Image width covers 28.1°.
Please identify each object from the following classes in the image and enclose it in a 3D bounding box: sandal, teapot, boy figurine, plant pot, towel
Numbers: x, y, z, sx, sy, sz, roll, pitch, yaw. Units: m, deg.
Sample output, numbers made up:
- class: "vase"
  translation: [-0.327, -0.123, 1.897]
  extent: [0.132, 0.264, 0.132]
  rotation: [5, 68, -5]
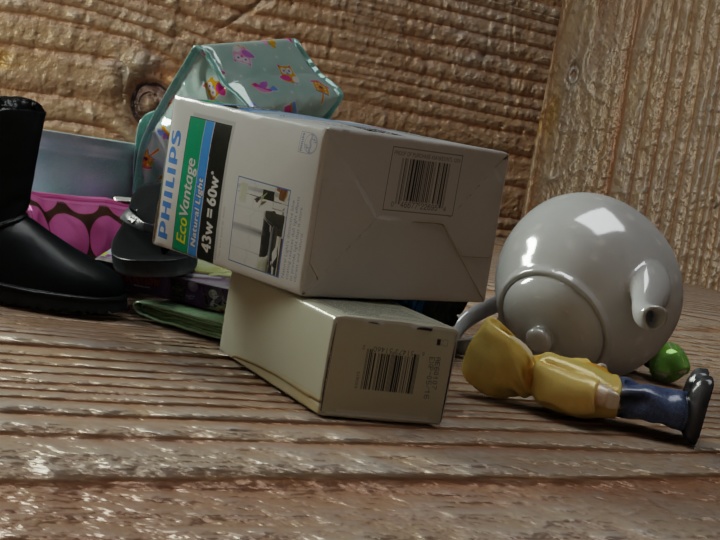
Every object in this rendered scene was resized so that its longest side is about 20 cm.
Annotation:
- class: "sandal"
  translation: [-0.187, -0.045, 1.299]
  extent: [0.075, 0.043, 0.200]
  rotation: [-4, 25, -7]
- class: "teapot"
  translation: [0.198, 0.032, 1.373]
  extent: [0.197, 0.201, 0.146]
  rotation: [34, 47, 18]
- class: "boy figurine"
  translation: [0.184, 0.089, 1.183]
  extent: [0.198, 0.065, 0.124]
  rotation: [15, 8, 9]
- class: "plant pot"
  translation: [-0.318, -0.083, 1.589]
  extent: [0.198, 0.135, 0.200]
  rotation: [8, 4, -1]
- class: "towel"
  translation: [-0.082, 0.049, 1.293]
  extent: [0.152, 0.024, 0.199]
  rotation: [13, 7, 33]

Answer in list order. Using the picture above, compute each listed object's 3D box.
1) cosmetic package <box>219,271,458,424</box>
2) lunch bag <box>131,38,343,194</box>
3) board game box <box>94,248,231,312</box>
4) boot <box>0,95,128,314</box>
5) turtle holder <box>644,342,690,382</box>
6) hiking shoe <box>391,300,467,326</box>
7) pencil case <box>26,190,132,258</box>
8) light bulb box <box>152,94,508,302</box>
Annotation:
- class: "cosmetic package"
  translation: [-0.021, 0.052, 1.076]
  extent: [0.103, 0.074, 0.200]
  rotation: [8, 5, -26]
- class: "lunch bag"
  translation: [-0.141, -0.143, 1.535]
  extent: [0.170, 0.200, 0.122]
  rotation: [-17, 63, -50]
- class: "board game box"
  translation: [-0.124, -0.004, 1.293]
  extent: [0.198, 0.033, 0.120]
  rotation: [11, 23, 24]
- class: "boot"
  translation: [-0.280, -0.057, 1.200]
  extent: [0.198, 0.170, 0.076]
  rotation: [10, 5, -15]
- class: "turtle holder"
  translation: [0.258, 0.039, 1.524]
  extent: [0.140, 0.187, 0.132]
  rotation: [-14, -3, -7]
- class: "hiking shoe"
  translation: [0.054, 0.030, 1.417]
  extent: [0.086, 0.075, 0.200]
  rotation: [32, -5, 0]
- class: "pencil case"
  translation: [-0.267, -0.032, 1.359]
  extent: [0.090, 0.094, 0.199]
  rotation: [28, 15, 34]
- class: "light bulb box"
  translation: [-0.026, -0.056, 1.139]
  extent: [0.197, 0.126, 0.199]
  rotation: [3, 10, -43]
